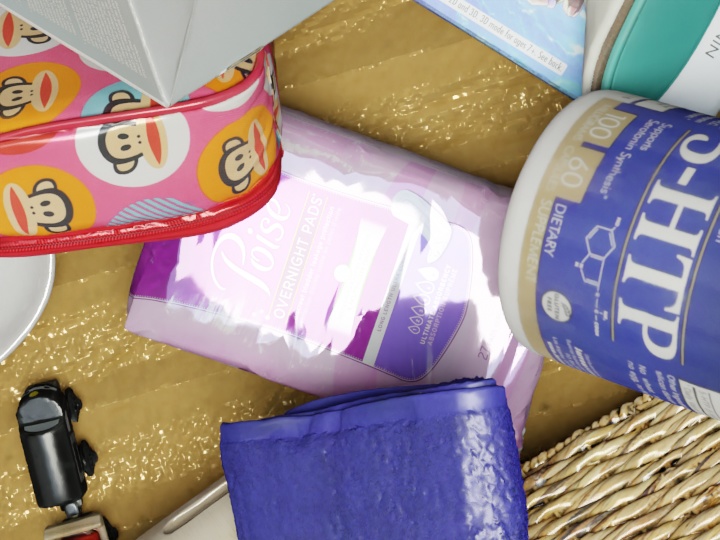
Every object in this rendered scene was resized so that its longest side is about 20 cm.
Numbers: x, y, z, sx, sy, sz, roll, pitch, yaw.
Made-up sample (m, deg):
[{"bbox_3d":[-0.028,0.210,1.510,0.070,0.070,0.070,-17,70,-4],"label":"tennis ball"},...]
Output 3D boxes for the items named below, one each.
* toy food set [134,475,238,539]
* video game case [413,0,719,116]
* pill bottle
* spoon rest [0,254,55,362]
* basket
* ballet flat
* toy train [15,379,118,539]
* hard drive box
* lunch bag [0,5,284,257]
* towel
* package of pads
[{"bbox_3d":[-0.016,0.182,0.897,0.143,0.060,0.200,-35,86,1],"label":"toy food set"},{"bbox_3d":[0.111,-0.177,0.913,0.199,0.045,0.182,31,96,-4],"label":"video game case"},{"bbox_3d":[0.168,0.005,0.811,0.199,0.119,0.120,19,100,32],"label":"pill bottle"},{"bbox_3d":[-0.213,0.042,0.938,0.099,0.061,0.201,24,98,-3],"label":"spoon rest"},{"bbox_3d":[0.169,0.141,0.887,0.199,0.149,0.143,-31,127,4],"label":"basket"},{"bbox_3d":[0.135,-0.159,0.852,0.069,0.070,0.201,20,125,-3],"label":"ballet flat"},{"bbox_3d":[-0.129,0.151,0.961,0.034,0.046,0.201,-14,98,2],"label":"toy train"},{"bbox_3d":[-0.083,-0.167,0.805,0.156,0.200,0.077,-35,133,-22],"label":"hard drive box"},{"bbox_3d":[-0.125,-0.093,0.850,0.175,0.201,0.082,-8,131,1],"label":"lunch bag"},{"bbox_3d":[0.018,0.149,0.823,0.147,0.049,0.201,-11,85,39],"label":"towel"},{"bbox_3d":[0.000,0.000,0.924,0.199,0.076,0.121,19,94,-3],"label":"package of pads"}]
